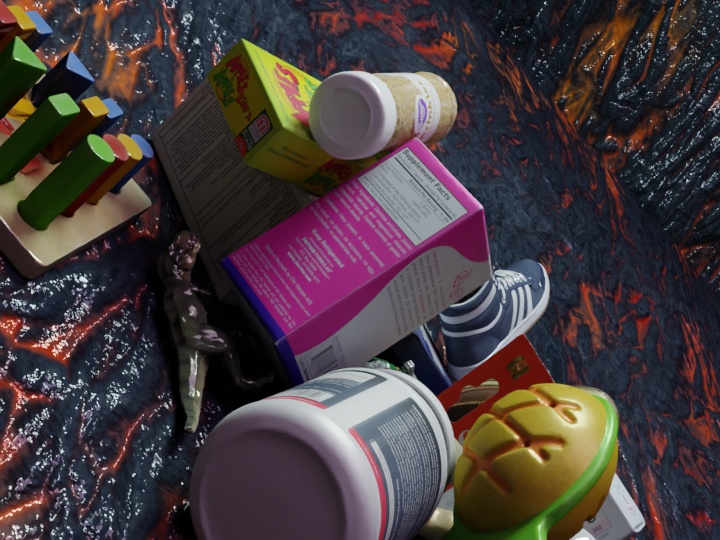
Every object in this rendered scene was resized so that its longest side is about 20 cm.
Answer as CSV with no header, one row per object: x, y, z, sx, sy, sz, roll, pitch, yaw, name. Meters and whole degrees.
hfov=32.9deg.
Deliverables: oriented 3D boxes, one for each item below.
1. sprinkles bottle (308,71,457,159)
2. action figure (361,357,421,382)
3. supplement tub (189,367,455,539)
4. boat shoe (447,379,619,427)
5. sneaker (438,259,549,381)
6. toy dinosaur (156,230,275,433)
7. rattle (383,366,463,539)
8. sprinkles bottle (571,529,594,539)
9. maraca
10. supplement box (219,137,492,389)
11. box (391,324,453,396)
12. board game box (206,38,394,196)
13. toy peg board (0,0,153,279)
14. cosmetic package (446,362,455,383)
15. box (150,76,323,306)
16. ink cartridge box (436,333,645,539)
0.023,-0.135,1.037,0.069,0.068,0.200,53,22,6,sprinkles bottle
0.013,0.095,1.118,0.117,0.055,0.200,25,-5,27,action figure
-0.020,0.148,0.879,0.141,0.140,0.200,55,22,10,supplement tub
0.142,0.148,1.154,0.067,0.198,0.073,-35,116,-56,boat shoe
0.143,0.019,1.312,0.200,0.069,0.109,-49,131,-43,sneaker
-0.118,0.060,0.960,0.088,0.047,0.201,25,35,-36,toy dinosaur
0.045,0.199,0.992,0.143,0.129,0.201,-55,130,-26,rattle
0.102,0.259,0.916,0.199,0.068,0.069,-18,67,-38,sprinkles bottle
0.121,0.163,0.909,0.107,0.136,0.200,51,51,-15,maraca
0.000,0.000,1.000,0.104,0.199,0.102,51,-14,34,supplement box
0.041,0.048,1.228,0.122,0.032,0.200,67,5,34,box
-0.035,-0.114,1.047,0.199,0.048,0.102,21,37,-51,board game box
-0.241,-0.124,0.931,0.201,0.098,0.199,50,21,-3,toy peg board
0.158,0.167,1.303,0.101,0.071,0.201,40,25,-27,cosmetic package
-0.088,-0.077,1.121,0.109,0.128,0.201,18,39,-53,box
0.133,0.186,1.095,0.201,0.162,0.057,57,21,13,ink cartridge box
